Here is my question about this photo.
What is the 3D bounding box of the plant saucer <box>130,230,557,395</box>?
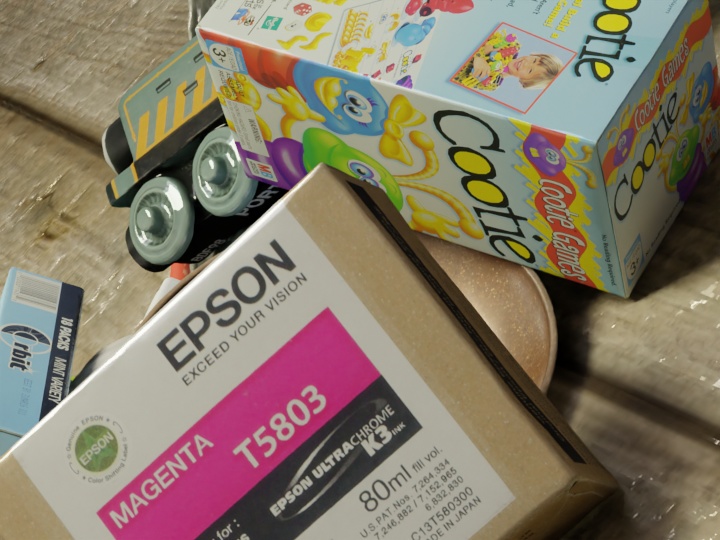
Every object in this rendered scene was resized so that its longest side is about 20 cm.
[{"bbox_3d":[-0.010,0.053,1.134,0.200,0.037,0.201,-9,43,8],"label":"plant saucer"}]

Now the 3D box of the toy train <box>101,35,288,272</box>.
[{"bbox_3d":[-0.059,-0.079,1.342,0.200,0.085,0.114,-36,63,38],"label":"toy train"}]

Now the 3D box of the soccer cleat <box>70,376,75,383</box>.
[{"bbox_3d":[-0.221,0.122,1.493,0.200,0.067,0.081,-32,42,35],"label":"soccer cleat"}]

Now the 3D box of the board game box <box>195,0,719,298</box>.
[{"bbox_3d":[0.046,-0.082,1.147,0.200,0.103,0.105,18,57,28],"label":"board game box"}]

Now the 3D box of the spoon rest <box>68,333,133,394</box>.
[{"bbox_3d":[-0.073,0.042,1.330,0.200,0.099,0.061,-38,66,12],"label":"spoon rest"}]

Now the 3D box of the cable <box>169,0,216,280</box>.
[{"bbox_3d":[-0.096,-0.057,1.453,0.050,0.200,0.097,0,44,6],"label":"cable"}]

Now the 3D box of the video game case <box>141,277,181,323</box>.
[{"bbox_3d":[-0.137,0.122,1.215,0.200,0.024,0.182,-69,5,-60],"label":"video game case"}]

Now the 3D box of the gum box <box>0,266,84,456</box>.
[{"bbox_3d":[-0.195,0.124,1.322,0.170,0.044,0.200,-94,23,-64],"label":"gum box"}]

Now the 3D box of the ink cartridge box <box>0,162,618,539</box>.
[{"bbox_3d":[-0.028,0.085,1.016,0.200,0.165,0.075,-43,-17,9],"label":"ink cartridge box"}]
